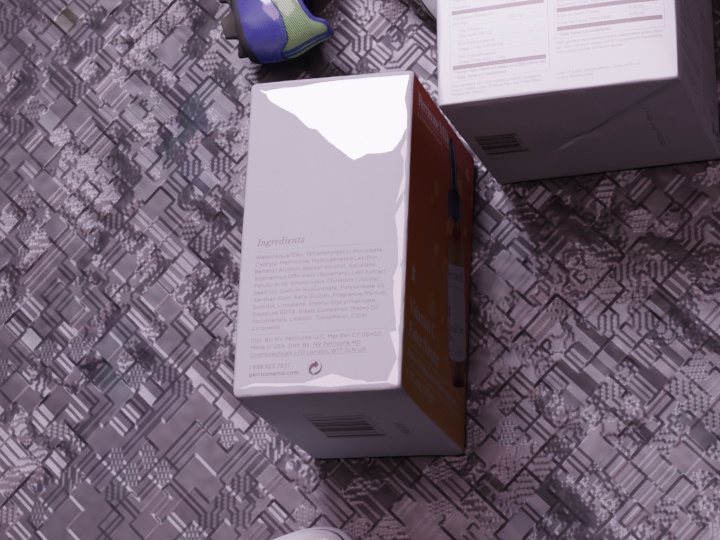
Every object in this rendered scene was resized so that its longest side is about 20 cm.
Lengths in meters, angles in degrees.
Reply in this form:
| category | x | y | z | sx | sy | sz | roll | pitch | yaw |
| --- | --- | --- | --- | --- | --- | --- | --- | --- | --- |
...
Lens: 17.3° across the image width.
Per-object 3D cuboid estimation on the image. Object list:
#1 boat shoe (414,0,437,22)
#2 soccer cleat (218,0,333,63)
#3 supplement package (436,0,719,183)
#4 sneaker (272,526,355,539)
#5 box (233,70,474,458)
| category | x | y | z | sx | sy | sz | roll | pitch | yaw |
| --- | --- | --- | --- | --- | --- | --- | --- | --- | --- |
| boat shoe | 0.019 | -0.238 | 1.589 | 0.064 | 0.070 | 0.201 | -41 | 69 | 37 |
| soccer cleat | -0.056 | -0.234 | 1.606 | 0.083 | 0.065 | 0.202 | -11 | 68 | 13 |
| supplement package | 0.135 | -0.179 | 1.474 | 0.149 | 0.152 | 0.202 | -6 | 72 | 16 |
| sneaker | -0.091 | 0.216 | 1.458 | 0.199 | 0.071 | 0.073 | -29 | 65 | 7 |
| box | 0.000 | 0.000 | 1.459 | 0.105 | 0.152 | 0.202 | -3 | 71 | 18 |
